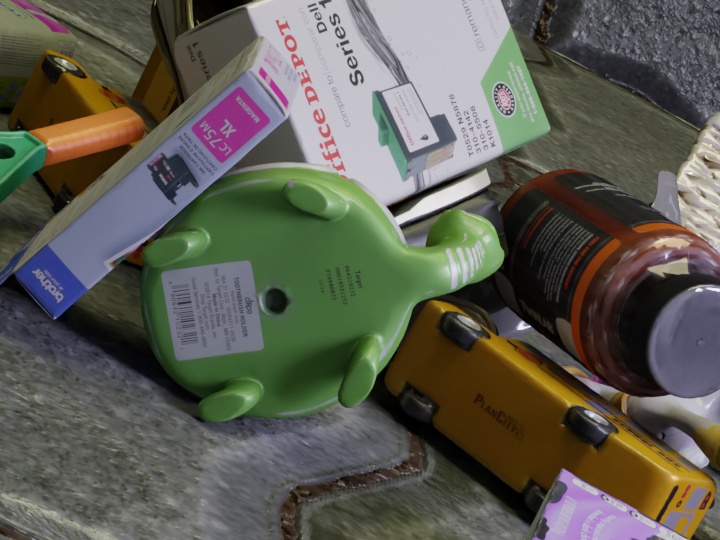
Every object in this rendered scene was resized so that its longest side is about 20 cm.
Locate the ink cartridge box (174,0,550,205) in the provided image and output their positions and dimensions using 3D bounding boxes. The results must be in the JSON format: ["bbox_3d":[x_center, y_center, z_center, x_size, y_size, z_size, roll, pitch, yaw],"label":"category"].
[{"bbox_3d":[0.003,-0.113,1.560,0.199,0.147,0.084,-26,5,-39],"label":"ink cartridge box"}]

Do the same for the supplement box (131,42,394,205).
[{"bbox_3d":[-0.043,-0.135,1.791,0.199,0.198,0.133,25,6,-10],"label":"supplement box"}]

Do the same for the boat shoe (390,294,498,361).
[{"bbox_3d":[-0.006,0.019,1.616,0.199,0.067,0.057,24,-9,5],"label":"boat shoe"}]

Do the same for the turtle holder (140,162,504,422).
[{"bbox_3d":[-0.030,-0.004,1.394,0.141,0.185,0.132,51,10,-7],"label":"turtle holder"}]

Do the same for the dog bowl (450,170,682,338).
[{"bbox_3d":[0.134,-0.005,1.743,0.200,0.199,0.059,2,66,-62],"label":"dog bowl"}]

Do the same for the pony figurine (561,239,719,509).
[{"bbox_3d":[0.215,0.084,1.632,0.192,0.168,0.200,-17,24,-36],"label":"pony figurine"}]

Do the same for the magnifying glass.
[{"bbox_3d":[-0.207,-0.068,1.479,0.079,0.023,0.199,34,32,31],"label":"magnifying glass"}]

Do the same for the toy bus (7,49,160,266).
[{"bbox_3d":[-0.163,-0.073,1.627,0.078,0.065,0.200,20,16,-32],"label":"toy bus"}]

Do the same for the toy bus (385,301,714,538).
[{"bbox_3d":[0.111,0.096,1.511,0.200,0.065,0.078,37,15,32],"label":"toy bus"}]

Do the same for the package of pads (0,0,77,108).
[{"bbox_3d":[-0.313,-0.186,1.744,0.199,0.068,0.154,32,13,18],"label":"package of pads"}]

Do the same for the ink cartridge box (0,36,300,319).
[{"bbox_3d":[-0.119,-0.042,1.362,0.042,0.200,0.119,50,10,-9],"label":"ink cartridge box"}]

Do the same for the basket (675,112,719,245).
[{"bbox_3d":[0.272,0.006,1.894,0.135,0.200,0.123,31,54,12],"label":"basket"}]

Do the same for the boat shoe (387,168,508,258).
[{"bbox_3d":[0.001,0.000,1.541,0.200,0.063,0.074,-22,6,-22],"label":"boat shoe"}]

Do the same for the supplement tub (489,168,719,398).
[{"bbox_3d":[0.161,0.012,1.548,0.107,0.107,0.200,21,9,-26],"label":"supplement tub"}]

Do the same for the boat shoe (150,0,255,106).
[{"bbox_3d":[-0.079,-0.117,1.604,0.074,0.069,0.201,-19,66,-24],"label":"boat shoe"}]

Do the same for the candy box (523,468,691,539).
[{"bbox_3d":[0.164,0.194,1.266,0.199,0.072,0.168,29,13,5],"label":"candy box"}]
